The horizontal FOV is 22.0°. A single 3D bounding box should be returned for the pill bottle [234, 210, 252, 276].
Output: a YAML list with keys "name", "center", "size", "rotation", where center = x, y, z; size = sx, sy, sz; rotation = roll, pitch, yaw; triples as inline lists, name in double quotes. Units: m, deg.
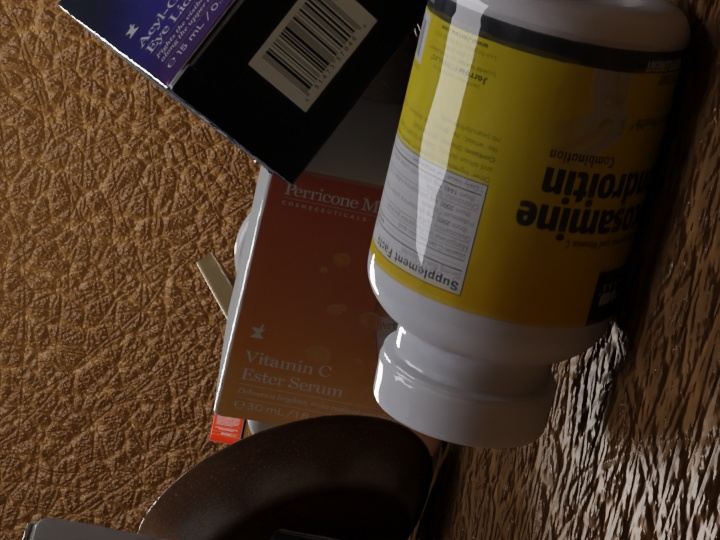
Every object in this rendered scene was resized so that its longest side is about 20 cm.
- name: "pill bottle"
  center: [-0.013, -0.029, 1.391]
  size: [0.200, 0.110, 0.110]
  rotation: [-45, -30, -67]

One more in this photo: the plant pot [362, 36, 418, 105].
- name: "plant pot"
  center: [0.020, -0.146, 1.267]
  size: [0.187, 0.187, 0.200]
  rotation: [127, 139, -77]

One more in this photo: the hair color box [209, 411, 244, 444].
- name: "hair color box"
  center: [-0.239, 0.223, 3.502]
  size: [0.102, 0.061, 0.200]
  rotation: [-144, 66, -85]

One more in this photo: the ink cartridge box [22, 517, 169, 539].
- name: "ink cartridge box"
  center: [-0.149, 0.264, 1.114]
  size: [0.088, 0.145, 0.200]
  rotation: [-99, 21, -71]

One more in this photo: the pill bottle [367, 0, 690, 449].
- name: "pill bottle"
  center: [0.066, -0.029, 0.806]
  size: [0.112, 0.112, 0.200]
  rotation: [-95, 17, -69]

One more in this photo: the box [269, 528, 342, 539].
- name: "box"
  center: [-0.024, 0.285, 1.116]
  size: [0.148, 0.107, 0.200]
  rotation: [108, 170, -45]

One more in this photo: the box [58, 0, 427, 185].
- name: "box"
  center: [-0.070, -0.162, 1.099]
  size: [0.148, 0.104, 0.200]
  rotation: [-53, 35, -1]

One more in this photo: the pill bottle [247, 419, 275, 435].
- name: "pill bottle"
  center: [-0.028, 0.053, 1.547]
  size: [0.112, 0.112, 0.200]
  rotation: [108, 170, -51]

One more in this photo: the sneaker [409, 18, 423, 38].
- name: "sneaker"
  center: [0.039, -0.148, 1.109]
  size: [0.200, 0.115, 0.076]
  rotation: [-66, -19, -64]

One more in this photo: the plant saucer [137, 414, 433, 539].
- name: "plant saucer"
  center: [-0.042, 0.168, 1.179]
  size: [0.200, 0.200, 0.037]
  rotation: [107, 149, -45]

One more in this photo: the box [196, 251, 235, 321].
- name: "box"
  center: [-0.047, 0.099, 1.327]
  size: [0.200, 0.021, 0.164]
  rotation: [58, 177, 43]

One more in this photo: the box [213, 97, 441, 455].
- name: "box"
  center: [0.000, 0.000, 1.182]
  size: [0.106, 0.152, 0.200]
  rotation: [-87, 9, -54]
